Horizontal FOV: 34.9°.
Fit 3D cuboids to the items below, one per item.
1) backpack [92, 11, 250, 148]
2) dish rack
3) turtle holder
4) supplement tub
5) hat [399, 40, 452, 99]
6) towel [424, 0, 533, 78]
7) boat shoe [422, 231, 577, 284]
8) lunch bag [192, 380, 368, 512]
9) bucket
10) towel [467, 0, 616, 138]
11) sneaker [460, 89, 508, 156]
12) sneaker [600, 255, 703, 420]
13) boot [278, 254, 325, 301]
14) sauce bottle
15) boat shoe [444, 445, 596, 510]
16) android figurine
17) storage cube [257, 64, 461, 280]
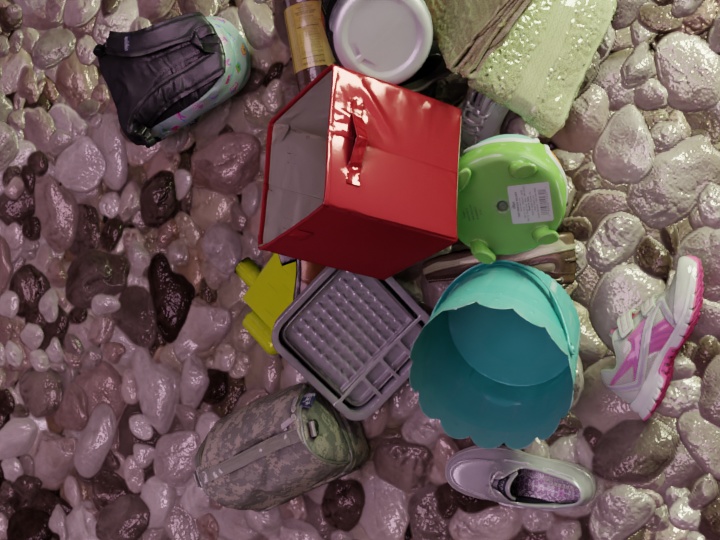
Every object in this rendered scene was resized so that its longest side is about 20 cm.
[{"bbox_3d":[-0.256,-0.284,1.614,0.198,0.126,0.169,-24,92,22],"label":"backpack"},{"bbox_3d":[-0.009,0.078,1.477,0.172,0.200,0.044,-45,30,-1],"label":"dish rack"},{"bbox_3d":[0.163,-0.090,1.393,0.184,0.132,0.141,-34,108,28],"label":"turtle holder"},{"bbox_3d":[0.015,-0.301,1.370,0.120,0.201,0.125,-2,114,-5],"label":"supplement tub"},{"bbox_3d":[0.049,-0.221,1.431,0.197,0.201,0.082,0,117,25],"label":"hat"},{"bbox_3d":[0.138,-0.326,1.343,0.149,0.036,0.202,-48,36,26],"label":"towel"},{"bbox_3d":[0.175,0.005,1.444,0.199,0.074,0.076,-10,93,25],"label":"boat shoe"},{"bbox_3d":[-0.107,0.235,1.526,0.198,0.167,0.141,-27,80,22],"label":"lunch bag"},{"bbox_3d":[0.169,0.097,1.380,0.204,0.135,0.210,9,119,17],"label":"bucket"},{"bbox_3d":[0.219,-0.278,1.373,0.147,0.036,0.202,28,82,-17],"label":"towel"},{"bbox_3d":[0.152,-0.199,1.443,0.074,0.087,0.202,33,105,19],"label":"sneaker"},{"bbox_3d":[0.344,0.072,1.359,0.087,0.081,0.203,25,100,21],"label":"sneaker"},{"bbox_3d":[0.000,0.000,1.518,0.197,0.068,0.191,-17,87,-4],"label":"boot"},{"bbox_3d":[-0.060,-0.278,1.555,0.064,0.064,0.204,-11,87,24],"label":"sauce bottle"},{"bbox_3d":[0.194,0.267,1.439,0.197,0.068,0.073,11,95,24],"label":"boat shoe"},{"bbox_3d":[-0.086,0.035,1.585,0.200,0.041,0.183,46,108,19],"label":"android figurine"},{"bbox_3d":[0.000,-0.106,1.336,0.199,0.177,0.174,-28,54,55],"label":"storage cube"}]
